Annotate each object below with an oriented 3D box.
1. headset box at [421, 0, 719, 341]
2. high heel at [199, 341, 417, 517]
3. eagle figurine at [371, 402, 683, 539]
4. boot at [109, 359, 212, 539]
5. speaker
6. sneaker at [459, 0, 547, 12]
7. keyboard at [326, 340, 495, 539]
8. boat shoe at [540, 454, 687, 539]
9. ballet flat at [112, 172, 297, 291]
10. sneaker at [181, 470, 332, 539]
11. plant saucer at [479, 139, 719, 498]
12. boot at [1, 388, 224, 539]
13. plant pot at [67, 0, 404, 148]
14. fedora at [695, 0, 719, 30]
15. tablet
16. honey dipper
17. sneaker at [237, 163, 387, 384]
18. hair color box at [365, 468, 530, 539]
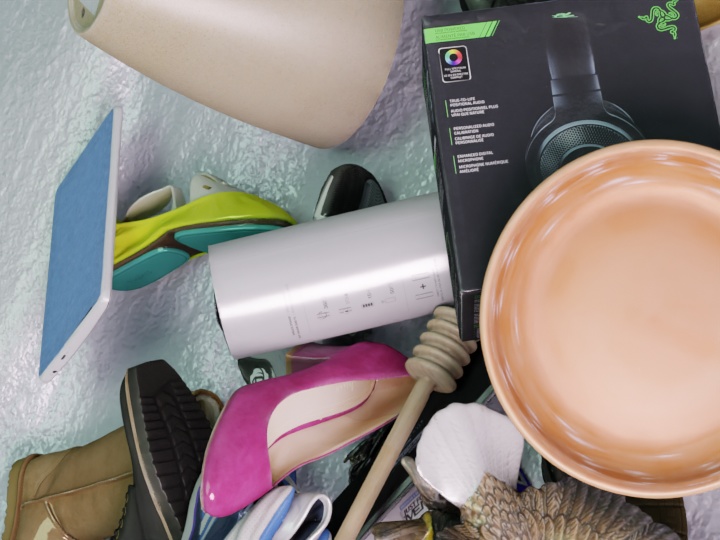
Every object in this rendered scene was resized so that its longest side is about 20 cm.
[{"bbox_3d":[0.133,-0.073,1.167,0.173,0.093,0.201,-6,68,0],"label":"headset box"},{"bbox_3d":[-0.027,0.103,1.195,0.096,0.200,0.068,9,112,20],"label":"high heel"},{"bbox_3d":[0.099,0.185,1.069,0.152,0.151,0.200,-59,39,5],"label":"eagle figurine"},{"bbox_3d":[-0.165,0.177,1.352,0.138,0.077,0.201,-22,81,33],"label":"boot"},{"bbox_3d":[0.000,0.000,1.254,0.199,0.081,0.082,-14,65,1],"label":"speaker"},{"bbox_3d":[0.080,-0.214,1.294,0.114,0.076,0.200,-44,31,39],"label":"sneaker"},{"bbox_3d":[0.035,0.113,1.255,0.200,0.021,0.127,-48,16,10],"label":"keyboard"},{"bbox_3d":[0.147,0.121,1.174,0.066,0.072,0.202,-45,50,47],"label":"boat shoe"},{"bbox_3d":[-0.132,-0.038,1.449,0.199,0.067,0.067,-17,65,38],"label":"ballet flat"},{"bbox_3d":[-0.054,0.165,1.250,0.146,0.081,0.200,-30,20,39],"label":"sneaker"},{"bbox_3d":[0.167,0.027,1.066,0.199,0.037,0.201,0,89,2],"label":"plant saucer"},{"bbox_3d":[-0.189,0.196,1.431,0.199,0.066,0.176,-19,66,33],"label":"boot"},{"bbox_3d":[-0.099,-0.194,1.340,0.187,0.199,0.188,-22,64,57],"label":"plant pot"},{"bbox_3d":[0.199,-0.252,1.220,0.200,0.082,0.202,-13,69,37],"label":"fedora"},{"bbox_3d":[-0.221,-0.022,1.500,0.130,0.014,0.201,-47,34,43],"label":"tablet"},{"bbox_3d":[0.020,0.114,1.199,0.038,0.038,0.200,10,61,41],"label":"honey dipper"},{"bbox_3d":[-0.044,0.025,1.354,0.115,0.075,0.201,-8,72,43],"label":"sneaker"},{"bbox_3d":[0.089,0.221,1.192,0.109,0.065,0.200,-45,55,22],"label":"hair color box"}]
